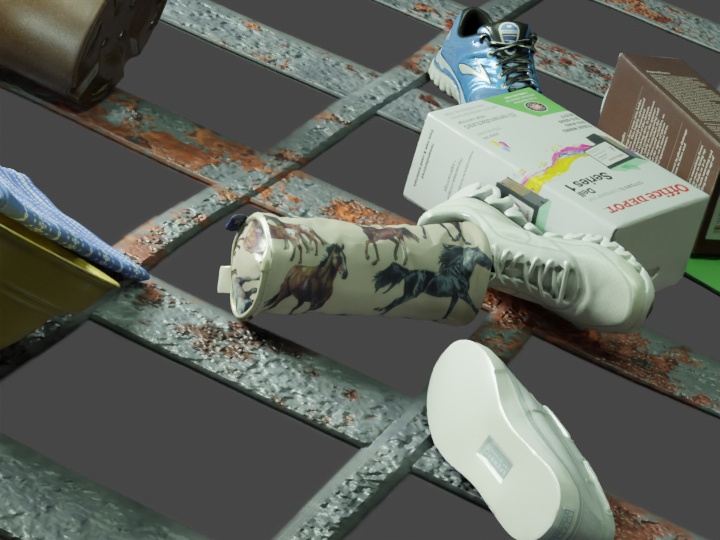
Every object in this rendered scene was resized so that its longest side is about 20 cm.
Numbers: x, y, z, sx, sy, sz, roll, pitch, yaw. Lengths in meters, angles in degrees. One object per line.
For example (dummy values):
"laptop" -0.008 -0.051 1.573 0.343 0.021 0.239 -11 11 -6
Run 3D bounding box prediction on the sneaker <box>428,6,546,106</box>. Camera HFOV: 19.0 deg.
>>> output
"sneaker" 0.124 -0.176 1.936 0.078 0.089 0.200 -1 32 -28

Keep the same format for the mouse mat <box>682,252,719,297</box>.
"mouse mat" 0.334 -0.001 1.819 0.200 0.008 0.161 34 32 29

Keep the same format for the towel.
"towel" -0.239 -0.056 1.478 0.145 0.024 0.200 35 1 27

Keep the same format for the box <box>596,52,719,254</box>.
"box" 0.283 -0.102 1.869 0.075 0.100 0.200 1 30 -26

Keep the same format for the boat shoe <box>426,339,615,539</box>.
"boat shoe" 0.108 0.117 1.418 0.068 0.072 0.200 25 13 -33

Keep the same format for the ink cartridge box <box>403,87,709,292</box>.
"ink cartridge box" 0.160 -0.060 1.746 0.200 0.084 0.145 34 32 29

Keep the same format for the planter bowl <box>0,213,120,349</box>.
"planter bowl" -0.260 -0.004 1.377 0.200 0.084 0.200 30 -1 1

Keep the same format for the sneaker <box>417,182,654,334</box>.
"sneaker" 0.129 -0.003 1.634 0.200 0.075 0.081 25 21 32

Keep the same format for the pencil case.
"pencil case" 0.000 0.000 1.554 0.199 0.078 0.089 2 3 -27

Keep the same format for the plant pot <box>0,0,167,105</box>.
"plant pot" -0.271 -0.246 1.756 0.198 0.201 0.200 30 29 8
